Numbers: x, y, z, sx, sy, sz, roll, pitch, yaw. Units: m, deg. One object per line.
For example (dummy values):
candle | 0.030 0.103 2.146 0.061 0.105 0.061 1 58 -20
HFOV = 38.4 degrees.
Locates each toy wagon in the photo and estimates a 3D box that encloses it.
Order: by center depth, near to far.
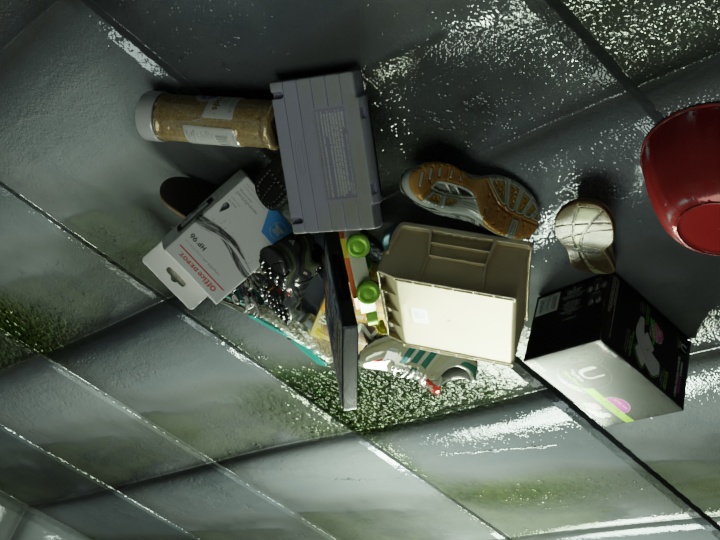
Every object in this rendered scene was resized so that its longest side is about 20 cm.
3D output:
toy wagon | 0.000 0.000 1.463 0.039 0.155 0.200 -12 107 0

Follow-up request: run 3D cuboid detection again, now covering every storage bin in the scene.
storage bin | 0.135 0.036 1.469 0.198 0.094 0.200 10 150 13

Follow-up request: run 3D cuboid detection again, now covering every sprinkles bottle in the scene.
sprinkles bottle | -0.200 -0.201 1.383 0.199 0.068 0.068 7 145 19

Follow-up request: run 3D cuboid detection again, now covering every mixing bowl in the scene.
mixing bowl | 0.425 -0.088 1.216 0.200 0.109 0.200 13 147 9

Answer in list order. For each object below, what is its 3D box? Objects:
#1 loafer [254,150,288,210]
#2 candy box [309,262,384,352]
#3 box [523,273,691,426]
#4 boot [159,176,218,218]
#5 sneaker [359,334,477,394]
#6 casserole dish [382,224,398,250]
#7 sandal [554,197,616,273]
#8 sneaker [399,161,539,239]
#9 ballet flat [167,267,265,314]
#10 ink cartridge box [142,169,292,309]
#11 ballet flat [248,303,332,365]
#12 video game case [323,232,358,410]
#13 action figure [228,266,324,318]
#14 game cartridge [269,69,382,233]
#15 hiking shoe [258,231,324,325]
loafer | -0.066 -0.157 1.399 0.200 0.071 0.073 -35 87 38
candy box | -0.004 0.059 1.676 0.115 0.055 0.200 21 145 -3
box | 0.367 0.121 1.528 0.200 0.125 0.148 38 142 -25
boot | -0.217 -0.077 1.576 0.200 0.074 0.075 24 152 -13
sneaker | 0.097 0.155 1.683 0.199 0.094 0.070 -5 151 -4
casserole dish | 0.125 -0.008 1.536 0.199 0.039 0.121 13 147 6
sandal | 0.307 -0.053 1.379 0.080 0.054 0.200 10 161 23
sneaker | 0.145 -0.099 1.383 0.200 0.076 0.088 21 177 -20
ballet flat | -0.254 0.022 1.738 0.200 0.068 0.068 33 152 -20
ink cartridge box | -0.206 -0.036 1.501 0.116 0.200 0.068 48 180 -20
ballet flat | -0.111 0.094 1.765 0.072 0.072 0.200 -12 144 37
video game case | -0.030 0.075 1.513 0.025 0.181 0.200 -7 139 -6
action figure | -0.162 0.022 1.647 0.200 0.119 0.102 -14 101 28
game cartridge | -0.041 -0.149 1.322 0.129 0.038 0.201 -3 103 24
hiking shoe | -0.091 0.008 1.510 0.076 0.101 0.200 47 158 17
